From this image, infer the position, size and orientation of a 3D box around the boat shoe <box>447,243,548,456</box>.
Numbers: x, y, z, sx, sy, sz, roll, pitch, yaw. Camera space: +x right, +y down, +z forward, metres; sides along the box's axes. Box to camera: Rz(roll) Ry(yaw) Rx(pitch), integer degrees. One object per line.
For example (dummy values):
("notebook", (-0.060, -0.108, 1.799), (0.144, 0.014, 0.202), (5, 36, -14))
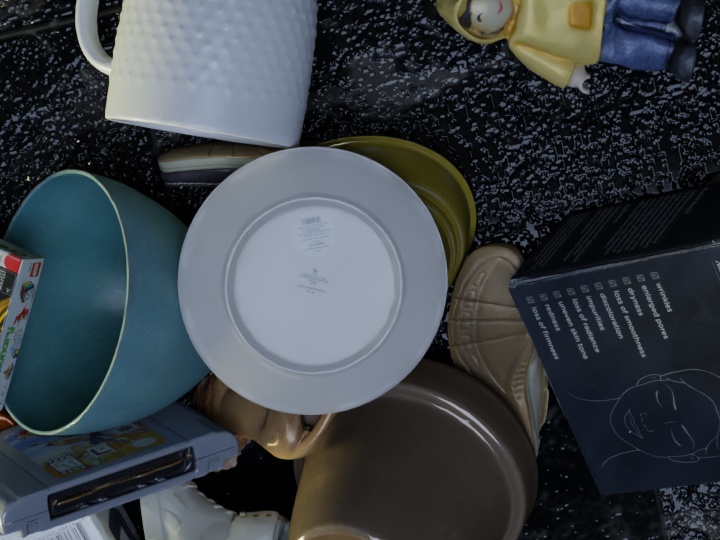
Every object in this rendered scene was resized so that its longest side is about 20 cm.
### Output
("boat shoe", (0.113, 0.064, 1.730), (0.073, 0.069, 0.201), (4, 114, 16))

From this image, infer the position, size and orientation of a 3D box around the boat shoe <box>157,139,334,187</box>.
("boat shoe", (-0.058, -0.067, 1.687), (0.199, 0.072, 0.065), (-1, 103, -6))

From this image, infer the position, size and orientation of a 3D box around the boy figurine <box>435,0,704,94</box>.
("boy figurine", (0.158, -0.199, 1.647), (0.199, 0.064, 0.125), (10, 110, -6))

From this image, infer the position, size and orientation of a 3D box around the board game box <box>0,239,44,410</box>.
("board game box", (-0.349, 0.016, 1.683), (0.199, 0.035, 0.127), (21, 101, 22))

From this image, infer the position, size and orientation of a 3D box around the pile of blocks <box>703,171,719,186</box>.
("pile of blocks", (0.341, -0.015, 1.711), (0.199, 0.062, 0.082), (24, 119, 1))

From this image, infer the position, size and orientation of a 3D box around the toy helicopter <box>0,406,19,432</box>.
("toy helicopter", (-0.365, 0.119, 1.745), (0.199, 0.079, 0.133), (-27, 99, 8))

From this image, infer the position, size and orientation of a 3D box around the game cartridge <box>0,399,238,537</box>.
("game cartridge", (-0.211, 0.144, 1.663), (0.199, 0.133, 0.042), (-17, 117, -29))

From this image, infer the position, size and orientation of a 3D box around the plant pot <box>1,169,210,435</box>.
("plant pot", (-0.179, 0.032, 1.673), (0.134, 0.200, 0.201), (9, 112, -38))

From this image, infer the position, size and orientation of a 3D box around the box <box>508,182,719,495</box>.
("box", (0.252, 0.051, 1.654), (0.196, 0.124, 0.201), (-10, 113, 38))

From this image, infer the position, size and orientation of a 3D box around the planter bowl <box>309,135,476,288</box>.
("planter bowl", (0.000, 0.000, 1.659), (0.199, 0.084, 0.201), (-7, 132, -8))

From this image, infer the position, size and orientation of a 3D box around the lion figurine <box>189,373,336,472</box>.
("lion figurine", (-0.074, 0.109, 1.695), (0.072, 0.200, 0.123), (22, 85, -27))

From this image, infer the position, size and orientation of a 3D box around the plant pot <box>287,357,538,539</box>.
("plant pot", (0.020, 0.193, 1.685), (0.199, 0.175, 0.201), (11, 124, 17))

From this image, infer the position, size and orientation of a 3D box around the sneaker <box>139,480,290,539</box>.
("sneaker", (-0.114, 0.208, 1.722), (0.115, 0.200, 0.074), (-13, 128, -5))

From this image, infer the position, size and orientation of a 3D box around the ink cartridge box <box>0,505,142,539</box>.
("ink cartridge box", (-0.253, 0.252, 1.783), (0.144, 0.084, 0.201), (-25, 106, 9))

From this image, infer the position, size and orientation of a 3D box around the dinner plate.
("dinner plate", (-0.034, 0.010, 1.588), (0.199, 0.024, 0.201), (-1, 99, -5))

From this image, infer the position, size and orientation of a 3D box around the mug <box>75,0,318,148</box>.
("mug", (-0.126, -0.191, 1.617), (0.199, 0.148, 0.176), (9, 91, 28))
